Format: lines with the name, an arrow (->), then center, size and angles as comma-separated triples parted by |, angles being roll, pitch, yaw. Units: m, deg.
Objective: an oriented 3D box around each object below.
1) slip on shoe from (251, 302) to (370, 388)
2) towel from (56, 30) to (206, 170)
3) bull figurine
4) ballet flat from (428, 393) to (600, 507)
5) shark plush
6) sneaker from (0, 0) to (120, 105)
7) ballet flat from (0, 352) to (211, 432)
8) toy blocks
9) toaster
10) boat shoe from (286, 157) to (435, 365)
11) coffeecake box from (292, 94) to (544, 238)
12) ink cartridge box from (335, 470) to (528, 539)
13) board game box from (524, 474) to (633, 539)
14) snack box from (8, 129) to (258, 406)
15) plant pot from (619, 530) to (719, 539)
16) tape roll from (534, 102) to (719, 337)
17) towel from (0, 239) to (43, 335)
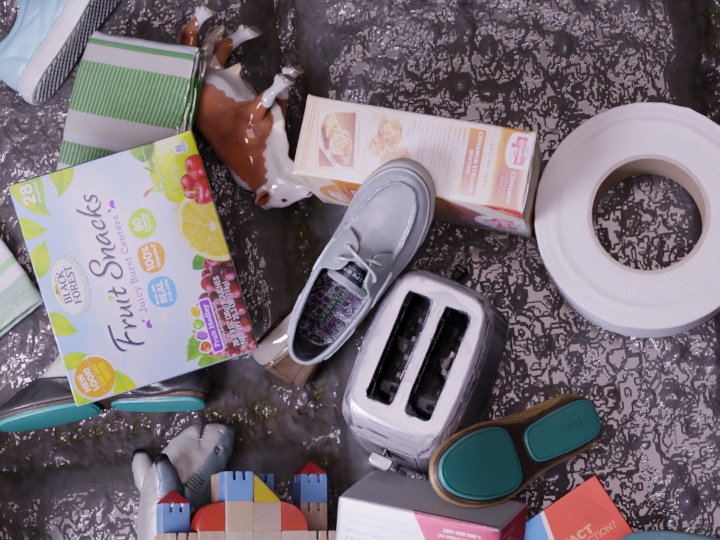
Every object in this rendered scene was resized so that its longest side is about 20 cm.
slip on shoe -> -0.014, 0.027, 1.482 | 0.061, 0.076, 0.200 | 43, 109, -3
towel -> -0.216, -0.114, 1.538 | 0.152, 0.023, 0.201 | 13, 94, 33
bull figurine -> -0.108, -0.148, 1.524 | 0.200, 0.065, 0.122 | 41, 113, 23
ballet flat -> 0.121, 0.157, 1.416 | 0.199, 0.063, 0.069 | -14, 87, -38
shark plush -> -0.153, 0.238, 1.494 | 0.083, 0.091, 0.201 | 4, 74, -23
sneaker -> -0.284, -0.260, 1.583 | 0.082, 0.074, 0.201 | 34, 87, 9
ballet flat -> -0.236, 0.103, 1.529 | 0.198, 0.068, 0.069 | -6, 70, -3
toy blocks -> -0.099, 0.234, 1.449 | 0.199, 0.100, 0.138 | 2, 80, -19
toaster -> 0.059, 0.080, 1.452 | 0.113, 0.129, 0.201 | 23, 85, 10
boat shoe -> -0.001, 0.000, 1.389 | 0.070, 0.072, 0.201 | 30, 117, -2
coffeecake box -> 0.056, -0.089, 1.465 | 0.199, 0.154, 0.074 | 10, 84, 10
ink cartridge box -> 0.053, 0.286, 1.405 | 0.144, 0.083, 0.201 | 9, 103, 19
board game box -> 0.197, 0.302, 1.442 | 0.153, 0.040, 0.201 | -34, 78, 2
snack box -> -0.197, -0.003, 1.460 | 0.168, 0.068, 0.201 | -16, 93, -5
plant pot -> 0.254, 0.314, 1.323 | 0.199, 0.200, 0.189 | 9, 68, 10
tape roll -> 0.254, -0.044, 1.472 | 0.201, 0.071, 0.204 | -1, 81, 9
towel -> -0.416, -0.004, 1.581 | 0.152, 0.023, 0.200 | -38, 78, 0
